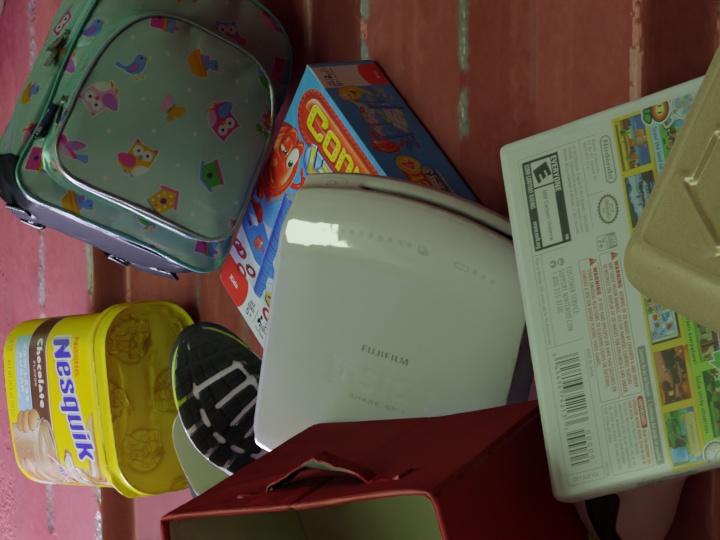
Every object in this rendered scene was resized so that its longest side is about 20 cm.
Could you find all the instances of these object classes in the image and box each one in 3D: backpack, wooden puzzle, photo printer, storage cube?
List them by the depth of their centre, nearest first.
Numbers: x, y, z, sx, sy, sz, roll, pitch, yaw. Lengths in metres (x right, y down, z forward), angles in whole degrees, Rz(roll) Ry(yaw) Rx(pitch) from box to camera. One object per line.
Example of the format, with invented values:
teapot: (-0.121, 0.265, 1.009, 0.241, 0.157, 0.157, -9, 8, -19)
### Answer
wooden puzzle: (0.237, -0.049, 0.990, 0.185, 0.046, 0.201, 29, 102, 41)
storage cube: (0.022, 0.181, 1.139, 0.170, 0.180, 0.201, -9, 98, 28)
photo printer: (0.025, 0.039, 1.230, 0.166, 0.070, 0.201, 18, 127, 10)
backpack: (-0.141, -0.114, 1.420, 0.153, 0.175, 0.201, -14, 54, 65)

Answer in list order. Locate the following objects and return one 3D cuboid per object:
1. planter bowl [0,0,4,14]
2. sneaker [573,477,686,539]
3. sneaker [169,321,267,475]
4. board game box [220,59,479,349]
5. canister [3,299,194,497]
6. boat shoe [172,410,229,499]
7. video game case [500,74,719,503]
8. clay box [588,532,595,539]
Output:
planter bowl: (-0.395, -0.240, 1.790, 0.134, 0.200, 0.201, 35, 129, 13)
sneaker: (0.167, 0.070, 1.126, 0.080, 0.073, 0.201, 28, 119, 47)
sneaker: (-0.078, 0.104, 1.418, 0.081, 0.074, 0.200, 52, 174, 50)
board game box: (0.000, 0.000, 1.364, 0.200, 0.056, 0.196, 55, 137, 33)
canister: (-0.208, 0.103, 1.655, 0.200, 0.086, 0.149, -7, 90, 57)
boat shoe: (-0.089, 0.182, 1.519, 0.063, 0.071, 0.201, -86, -21, -82)
video game case: (0.167, 0.004, 1.073, 0.181, 0.023, 0.201, -18, 70, 31)
clay box: (0.081, 0.202, 1.294, 0.200, 0.047, 0.116, 9, 104, 53)
